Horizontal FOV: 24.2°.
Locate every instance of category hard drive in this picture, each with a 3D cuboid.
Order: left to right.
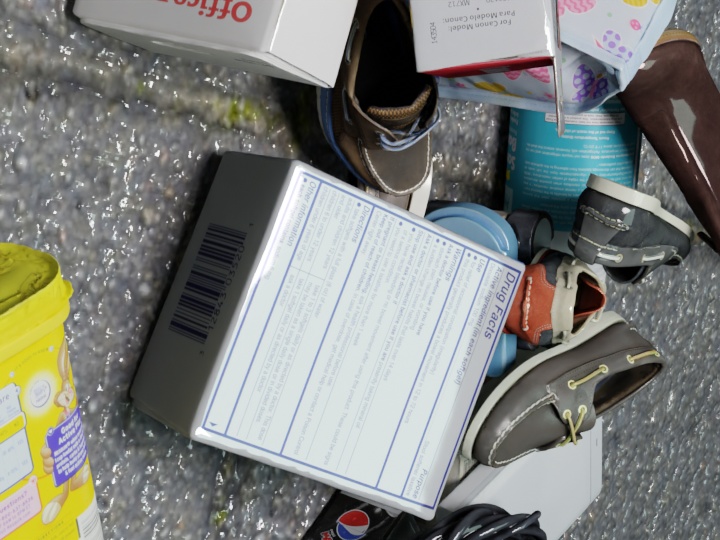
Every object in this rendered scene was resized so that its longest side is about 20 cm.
[{"bbox_3d":[0.131,0.182,1.340,0.200,0.027,0.133,-38,136,-38],"label":"hard drive"}]

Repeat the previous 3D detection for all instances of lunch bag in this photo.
[{"bbox_3d":[0.138,-0.213,1.218,0.170,0.199,0.127,-58,141,-22],"label":"lunch bag"}]

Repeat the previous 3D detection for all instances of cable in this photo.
[{"bbox_3d":[0.068,0.249,1.246,0.200,0.051,0.163,-43,125,15],"label":"cable"}]

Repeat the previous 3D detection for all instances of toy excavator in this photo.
[{"bbox_3d":[0.059,0.054,1.264,0.200,0.099,0.196,-26,120,-56],"label":"toy excavator"}]

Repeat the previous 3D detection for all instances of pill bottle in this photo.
[{"bbox_3d":[0.175,-0.082,1.390,0.111,0.110,0.201,-16,114,-51],"label":"pill bottle"}]

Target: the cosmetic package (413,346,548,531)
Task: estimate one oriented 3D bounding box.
[{"bbox_3d":[0.101,0.141,1.380,0.200,0.087,0.104,-24,124,-48],"label":"cosmetic package"}]

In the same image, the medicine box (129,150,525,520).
[{"bbox_3d":[-0.019,0.042,1.106,0.199,0.103,0.183,23,86,-31],"label":"medicine box"}]

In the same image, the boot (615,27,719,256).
[{"bbox_3d":[0.259,-0.090,1.286,0.200,0.072,0.167,12,55,-61],"label":"boot"}]

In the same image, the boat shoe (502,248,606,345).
[{"bbox_3d":[0.148,0.021,1.235,0.200,0.062,0.072,-2,95,-69],"label":"boat shoe"}]

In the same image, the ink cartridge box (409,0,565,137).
[{"bbox_3d":[0.079,-0.166,1.034,0.200,0.083,0.177,-30,115,-80],"label":"ink cartridge box"}]

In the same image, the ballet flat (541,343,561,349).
[{"bbox_3d":[0.184,0.019,1.477,0.057,0.066,0.201,21,85,-64],"label":"ballet flat"}]

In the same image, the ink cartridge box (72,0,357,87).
[{"bbox_3d":[-0.066,-0.220,0.978,0.083,0.146,0.201,19,86,-60],"label":"ink cartridge box"}]

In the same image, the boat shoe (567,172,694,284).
[{"bbox_3d":[0.205,-0.023,1.291,0.200,0.071,0.068,17,91,-66],"label":"boat shoe"}]

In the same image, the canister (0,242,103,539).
[{"bbox_3d":[-0.218,0.106,0.934,0.148,0.086,0.201,-34,129,-43],"label":"canister"}]

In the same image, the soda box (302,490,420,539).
[{"bbox_3d":[0.027,0.261,1.335,0.063,0.070,0.201,-52,138,-28],"label":"soda box"}]

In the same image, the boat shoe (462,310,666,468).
[{"bbox_3d":[0.159,0.097,1.285,0.201,0.060,0.072,-32,146,-37],"label":"boat shoe"}]

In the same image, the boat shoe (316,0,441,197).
[{"bbox_3d":[0.012,-0.113,1.087,0.072,0.072,0.201,-32,136,-10],"label":"boat shoe"}]

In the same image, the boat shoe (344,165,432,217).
[{"bbox_3d":[0.000,0.000,1.220,0.059,0.072,0.201,10,108,-15],"label":"boat shoe"}]
